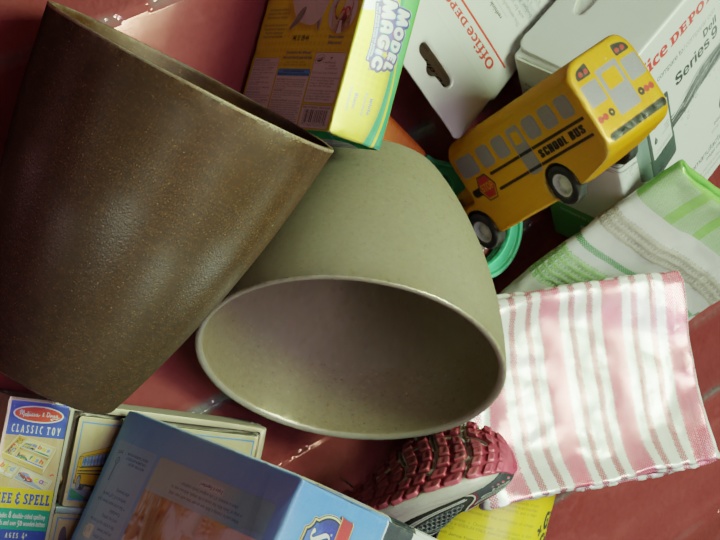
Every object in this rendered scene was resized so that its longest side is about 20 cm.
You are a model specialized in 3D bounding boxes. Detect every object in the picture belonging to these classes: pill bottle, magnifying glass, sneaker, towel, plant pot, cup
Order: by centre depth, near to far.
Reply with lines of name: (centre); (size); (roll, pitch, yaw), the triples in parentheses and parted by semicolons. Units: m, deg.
plant pot: (-0.142, -0.025, 1.005); (0.186, 0.187, 0.201); (22, 97, -38)
cup: (0.000, 0.000, 1.115); (0.200, 0.199, 0.144); (35, 48, -36)
sneaker: (0.028, 0.171, 1.160); (0.075, 0.199, 0.081); (47, 30, -14)
towel: (0.157, 0.080, 1.200); (0.198, 0.030, 0.148); (-7, 82, -27)
magnifying glass: (0.052, -0.064, 1.233); (0.200, 0.022, 0.080); (41, 72, -34)
pill bottle: (0.087, 0.154, 1.240); (0.111, 0.112, 0.202); (16, 89, -38)
towel: (0.206, 0.010, 1.278); (0.149, 0.200, 0.031); (27, 37, -38)

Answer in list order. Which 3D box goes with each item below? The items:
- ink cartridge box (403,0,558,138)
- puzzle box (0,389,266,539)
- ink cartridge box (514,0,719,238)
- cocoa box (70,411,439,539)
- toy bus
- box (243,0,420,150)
ink cartridge box: (0.077, -0.203, 1.198); (0.200, 0.068, 0.116); (-52, 125, -19)
puzzle box: (-0.157, 0.153, 1.104); (0.199, 0.025, 0.134); (10, 91, -39)
ink cartridge box: (0.199, -0.125, 1.257); (0.146, 0.084, 0.201); (-49, 146, -20)
cocoa box: (-0.072, 0.183, 1.032); (0.131, 0.199, 0.134); (31, 78, -36)
toy bus: (0.123, -0.081, 1.159); (0.065, 0.200, 0.079); (-36, 92, -30)
box: (-0.010, -0.182, 1.102); (0.048, 0.117, 0.202); (15, 88, -36)
